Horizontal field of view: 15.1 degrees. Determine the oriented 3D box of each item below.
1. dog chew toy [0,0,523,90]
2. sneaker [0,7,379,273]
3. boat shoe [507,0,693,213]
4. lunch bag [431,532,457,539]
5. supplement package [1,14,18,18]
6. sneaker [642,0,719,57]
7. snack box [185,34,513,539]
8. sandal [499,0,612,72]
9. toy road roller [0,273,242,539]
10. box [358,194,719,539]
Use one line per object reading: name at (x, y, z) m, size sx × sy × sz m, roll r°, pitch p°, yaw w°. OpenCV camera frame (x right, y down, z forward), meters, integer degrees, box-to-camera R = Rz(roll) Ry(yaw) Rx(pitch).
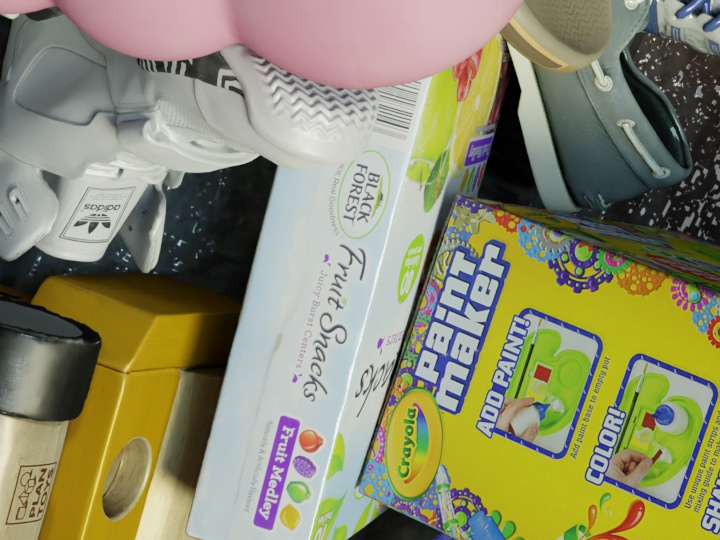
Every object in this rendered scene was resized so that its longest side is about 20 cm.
dog chew toy at (-0.047, -0.118, 0.827) m, size 0.199 × 0.125 × 0.125 m, roll 1°, pitch 107°, yaw 7°
sneaker at (-0.068, -0.045, 0.943) m, size 0.075 × 0.200 × 0.115 m, roll 5°, pitch 108°, yaw -38°
boat shoe at (0.085, -0.106, 1.026) m, size 0.062 × 0.073 × 0.200 m, roll -4°, pitch 131°, yaw 14°
lunch bag at (0.049, 0.221, 1.050) m, size 0.124 × 0.170 × 0.200 m, roll -4°, pitch 133°, yaw -27°
supplement package at (-0.150, -0.202, 0.901) m, size 0.117 × 0.117 × 0.200 m, roll -42°, pitch 117°, yaw -8°
sneaker at (0.157, -0.114, 1.088) m, size 0.200 × 0.088 × 0.075 m, roll 19°, pitch 98°, yaw -27°
snack box at (0.000, 0.000, 1.019) m, size 0.053 × 0.142 × 0.201 m, roll 17°, pitch 99°, yaw 13°
sandal at (0.063, -0.159, 0.906) m, size 0.080 × 0.054 × 0.201 m, roll -38°, pitch 125°, yaw -52°
toy road roller at (-0.143, 0.054, 0.995) m, size 0.200 × 0.146 × 0.123 m, roll 0°, pitch 108°, yaw -64°
box at (0.141, 0.065, 1.030) m, size 0.200 × 0.192 × 0.122 m, roll 6°, pitch 104°, yaw -59°
